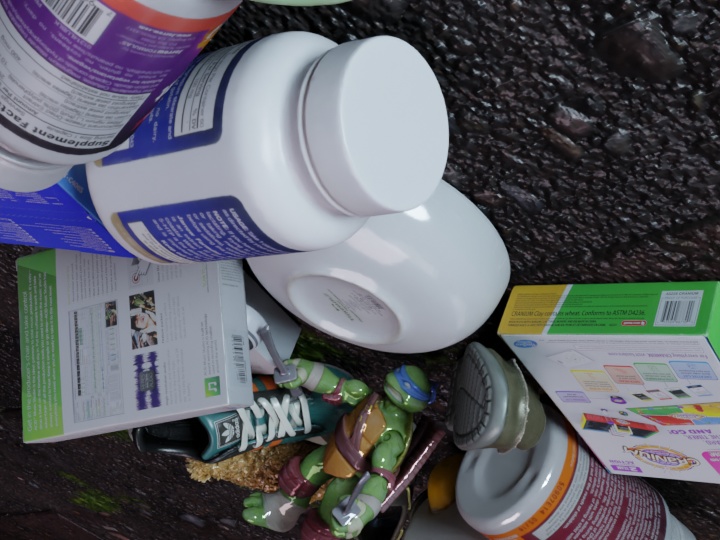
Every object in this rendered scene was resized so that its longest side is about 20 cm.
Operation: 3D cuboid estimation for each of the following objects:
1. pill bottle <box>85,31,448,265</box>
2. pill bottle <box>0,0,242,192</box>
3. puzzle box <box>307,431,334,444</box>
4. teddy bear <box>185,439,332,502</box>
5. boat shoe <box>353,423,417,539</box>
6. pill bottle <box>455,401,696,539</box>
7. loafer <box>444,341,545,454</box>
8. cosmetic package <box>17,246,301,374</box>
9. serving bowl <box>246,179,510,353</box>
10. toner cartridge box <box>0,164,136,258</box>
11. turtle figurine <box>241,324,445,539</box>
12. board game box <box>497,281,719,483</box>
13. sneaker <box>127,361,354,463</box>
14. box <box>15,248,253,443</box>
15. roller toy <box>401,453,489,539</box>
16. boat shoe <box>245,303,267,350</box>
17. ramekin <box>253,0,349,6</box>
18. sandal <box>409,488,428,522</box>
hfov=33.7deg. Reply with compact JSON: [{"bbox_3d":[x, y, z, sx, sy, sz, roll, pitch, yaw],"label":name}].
[{"bbox_3d":[-0.053,-0.069,0.674,0.198,0.121,0.120,-4,142,42],"label":"pill bottle"},{"bbox_3d":[-0.144,-0.125,0.608,0.111,0.112,0.199,33,136,-19],"label":"pill bottle"},{"bbox_3d":[-0.101,0.163,1.214,0.197,0.026,0.133,3,146,34],"label":"puzzle box"},{"bbox_3d":[-0.108,0.172,1.097,0.197,0.068,0.145,16,177,8],"label":"teddy bear"},{"bbox_3d":[0.020,0.202,1.128,0.071,0.061,0.203,8,141,6],"label":"boat shoe"},{"bbox_3d":[0.182,0.204,0.974,0.199,0.115,0.113,38,149,-24],"label":"pill bottle"},{"bbox_3d":[0.103,0.093,0.860,0.068,0.077,0.200,9,179,0],"label":"loafer"},{"bbox_3d":[-0.170,0.028,1.003,0.198,0.052,0.151,-2,142,38],"label":"cosmetic package"},{"bbox_3d":[0.000,0.000,0.812,0.197,0.067,0.201,17,151,10],"label":"serving bowl"},{"bbox_3d":[-0.235,-0.058,0.816,0.198,0.044,0.095,6,152,39],"label":"toner cartridge box"},{"bbox_3d":[-0.041,0.145,0.913,0.143,0.199,0.195,39,115,16],"label":"turtle figurine"},{"bbox_3d":[0.206,0.083,0.824,0.151,0.041,0.200,-1,144,38],"label":"board game box"},{"bbox_3d":[-0.098,0.127,0.999,0.196,0.080,0.073,-8,104,3],"label":"sneaker"},{"bbox_3d":[-0.172,0.043,0.878,0.197,0.147,0.036,-12,166,27],"label":"box"},{"bbox_3d":[0.125,0.283,1.081,0.199,0.184,0.139,38,150,-27],"label":"roller toy"},{"bbox_3d":[-0.161,0.056,0.921,0.197,0.067,0.070,3,147,32],"label":"boat shoe"},{"bbox_3d":[-0.040,-0.208,0.445,0.197,0.099,0.201,18,152,10],"label":"ramekin"},{"bbox_3d":[0.123,0.273,1.201,0.201,0.080,0.057,42,172,-25],"label":"sandal"}]
